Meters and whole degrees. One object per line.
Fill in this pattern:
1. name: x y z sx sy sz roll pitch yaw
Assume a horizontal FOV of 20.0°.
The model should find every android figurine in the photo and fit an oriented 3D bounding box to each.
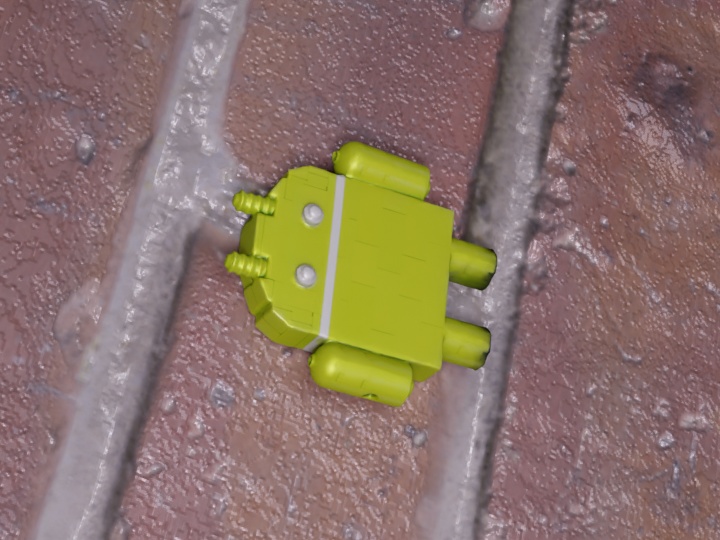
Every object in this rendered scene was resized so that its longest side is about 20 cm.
1. android figurine: 0.000 0.000 1.390 0.199 0.041 0.183 19 62 -21
